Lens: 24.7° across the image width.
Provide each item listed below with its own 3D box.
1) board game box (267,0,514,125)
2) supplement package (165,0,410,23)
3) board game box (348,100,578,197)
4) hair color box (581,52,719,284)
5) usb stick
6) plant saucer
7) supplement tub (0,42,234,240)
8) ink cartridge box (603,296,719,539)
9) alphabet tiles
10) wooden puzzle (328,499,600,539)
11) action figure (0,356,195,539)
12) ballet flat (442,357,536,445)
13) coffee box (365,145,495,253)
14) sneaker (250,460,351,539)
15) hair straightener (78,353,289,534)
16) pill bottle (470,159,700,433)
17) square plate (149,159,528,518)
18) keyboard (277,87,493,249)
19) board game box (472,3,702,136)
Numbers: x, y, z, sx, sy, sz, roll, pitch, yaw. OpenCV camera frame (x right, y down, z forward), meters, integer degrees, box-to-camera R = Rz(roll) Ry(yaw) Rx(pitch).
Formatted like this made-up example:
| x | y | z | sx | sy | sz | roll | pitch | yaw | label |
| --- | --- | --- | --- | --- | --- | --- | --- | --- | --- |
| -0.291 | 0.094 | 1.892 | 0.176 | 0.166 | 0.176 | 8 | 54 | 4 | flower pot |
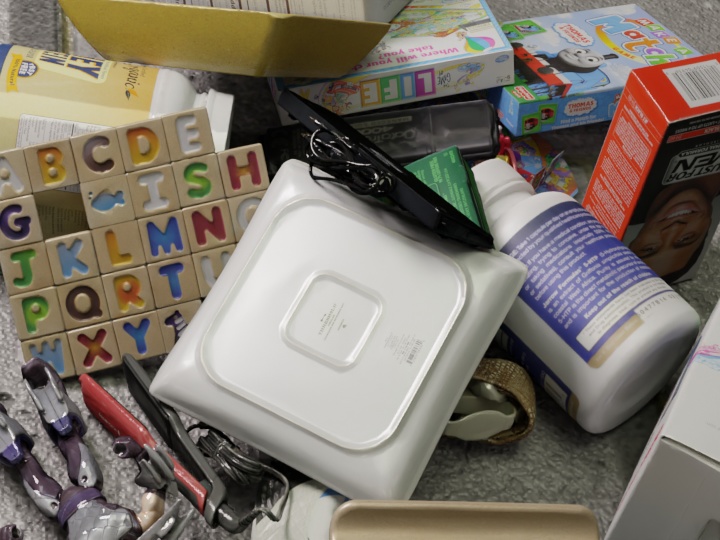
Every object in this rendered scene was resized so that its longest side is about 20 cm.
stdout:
| x | y | z | sx | sy | sz | roll | pitch | yaw | label |
| --- | --- | --- | --- | --- | --- | --- | --- | --- | --- |
| 0.017 | -0.187 | 1.394 | 0.198 | 0.035 | 0.135 | -10 | 37 | -6 | board game box |
| -0.063 | -0.277 | 1.403 | 0.198 | 0.110 | 0.114 | 11 | 37 | 24 | supplement package |
| 0.087 | -0.084 | 1.358 | 0.157 | 0.039 | 0.200 | 34 | 51 | 17 | board game box |
| 0.235 | -0.070 | 1.270 | 0.101 | 0.201 | 0.062 | -14 | 53 | -22 | hair color box |
| 0.016 | -0.103 | 1.333 | 0.198 | 0.033 | 0.056 | -7 | 57 | 5 | usb stick |
| -0.104 | -0.180 | 1.281 | 0.198 | 0.049 | 0.200 | 9 | 9 | 24 | plant saucer |
| -0.199 | -0.086 | 1.233 | 0.198 | 0.145 | 0.145 | 8 | 48 | -4 | supplement tub |
| 0.256 | 0.108 | 1.157 | 0.087 | 0.146 | 0.201 | 25 | 49 | 10 | ink cartridge box |
| -0.156 | -0.020 | 1.170 | 0.198 | 0.169 | 0.008 | -13 | 13 | -7 | alphabet tiles |
| 0.076 | 0.242 | 1.023 | 0.183 | 0.037 | 0.202 | 3 | 55 | -12 | wooden puzzle |
| -0.191 | 0.146 | 1.080 | 0.130 | 0.070 | 0.200 | -33 | 54 | -15 | action figure |
| 0.038 | 0.089 | 1.163 | 0.198 | 0.071 | 0.065 | 3 | 29 | -18 | ballet flat |
| 0.000 | 0.000 | 1.202 | 0.198 | 0.044 | 0.124 | -23 | 53 | 11 | coffee box |
| -0.036 | 0.183 | 1.098 | 0.071 | 0.073 | 0.201 | -7 | 32 | 19 | sneaker |
| -0.110 | 0.112 | 1.117 | 0.077 | 0.041 | 0.199 | -29 | 41 | -28 | hair straightener |
| 0.145 | 0.013 | 1.234 | 0.119 | 0.120 | 0.200 | -29 | 61 | -31 | pill bottle |
| -0.016 | 0.037 | 1.116 | 0.197 | 0.028 | 0.201 | 24 | 72 | 17 | square plate |
| 0.001 | -0.067 | 1.158 | 0.104 | 0.040 | 0.200 | 23 | 13 | -47 | keyboard |
| 0.191 | -0.179 | 1.439 | 0.198 | 0.037 | 0.151 | -10 | 34 | -21 | board game box |
